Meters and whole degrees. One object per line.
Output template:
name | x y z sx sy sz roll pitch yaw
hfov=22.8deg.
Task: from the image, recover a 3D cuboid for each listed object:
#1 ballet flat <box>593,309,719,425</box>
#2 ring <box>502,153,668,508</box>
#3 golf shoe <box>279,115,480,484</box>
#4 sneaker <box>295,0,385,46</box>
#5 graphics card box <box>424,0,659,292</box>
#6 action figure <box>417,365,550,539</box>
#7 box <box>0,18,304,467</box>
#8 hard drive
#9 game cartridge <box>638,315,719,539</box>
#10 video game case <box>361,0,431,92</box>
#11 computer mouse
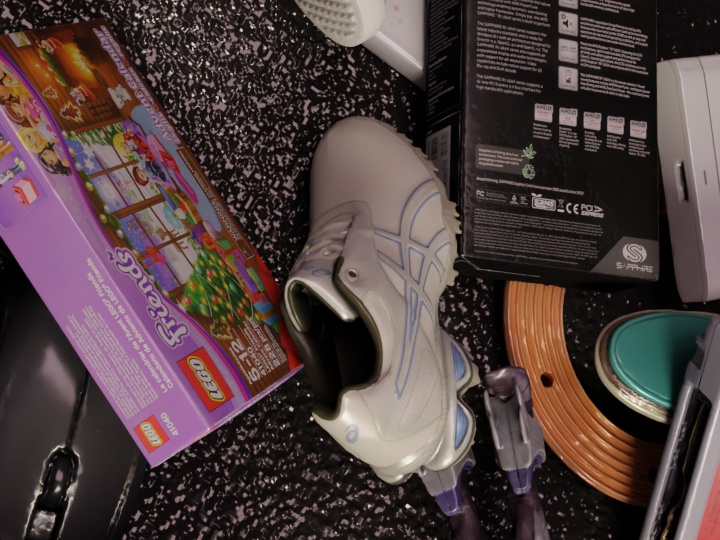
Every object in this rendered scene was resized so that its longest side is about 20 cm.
ballet flat | 0.206 0.061 0.969 0.198 0.069 0.070 4 77 -19
ring | 0.166 0.033 1.002 0.198 0.019 0.203 6 77 -24
golf shoe | 0.000 0.000 0.867 0.097 0.078 0.202 27 42 -48
sneaker | -0.018 -0.218 0.918 0.081 0.074 0.202 -23 90 -22
graphics card box | 0.098 -0.094 0.957 0.124 0.051 0.202 6 77 -26
action figure | 0.073 0.154 0.896 0.129 0.069 0.202 -17 74 5
box | -0.108 -0.020 0.828 0.201 0.039 0.137 56 24 1
hard drive | 0.253 -0.061 1.029 0.198 0.027 0.133 -9 92 -36
game cartridge | 0.216 0.116 0.937 0.132 0.041 0.202 -2 116 -27
video game case | 0.022 -0.215 0.987 0.199 0.024 0.183 35 68 -14
computer mouse | -0.133 0.073 0.841 0.137 0.053 0.202 10 75 -21
